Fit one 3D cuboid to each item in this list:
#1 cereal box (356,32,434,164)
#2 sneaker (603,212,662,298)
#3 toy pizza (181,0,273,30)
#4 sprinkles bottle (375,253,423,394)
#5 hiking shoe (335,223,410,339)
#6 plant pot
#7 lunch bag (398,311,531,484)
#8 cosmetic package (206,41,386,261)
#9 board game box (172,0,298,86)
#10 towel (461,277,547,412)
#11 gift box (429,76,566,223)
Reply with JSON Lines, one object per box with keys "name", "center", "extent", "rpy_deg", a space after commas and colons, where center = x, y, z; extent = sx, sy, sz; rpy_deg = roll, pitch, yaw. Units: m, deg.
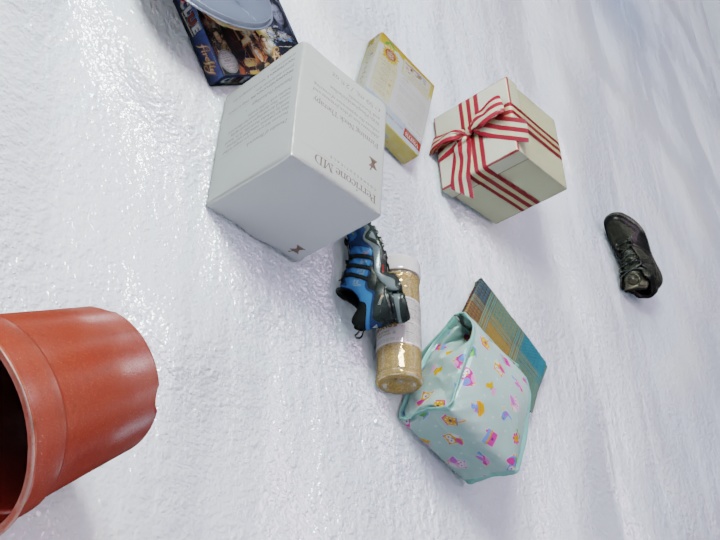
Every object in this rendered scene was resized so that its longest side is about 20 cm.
{"name": "cereal box", "center": [0.055, -0.293, 1.754], "extent": [0.144, 0.039, 0.200], "rpy_deg": [43, 40, -26]}
{"name": "sneaker", "center": [0.576, -0.027, 2.203], "extent": [0.200, 0.076, 0.114], "rpy_deg": [63, 29, -9]}
{"name": "toy pizza", "center": [-0.211, -0.393, 1.430], "extent": [0.200, 0.032, 0.200], "rpy_deg": [29, 32, -20]}
{"name": "sprinkles bottle", "center": [0.055, 0.075, 1.492], "extent": [0.068, 0.068, 0.200], "rpy_deg": [30, 47, -37]}
{"name": "hiking shoe", "center": [0.000, 0.000, 1.466], "extent": [0.074, 0.086, 0.200], "rpy_deg": [75, -7, -48]}
{"name": "plant pot", "center": [-0.298, 0.119, 0.933], "extent": [0.195, 0.200, 0.201], "rpy_deg": [-13, 78, -62]}
{"name": "lunch bag", "center": [0.165, 0.180, 1.519], "extent": [0.170, 0.122, 0.200], "rpy_deg": [44, 45, -23]}
{"name": "cosmetic package", "center": [-0.081, -0.155, 1.387], "extent": [0.167, 0.166, 0.200], "rpy_deg": [32, 46, -36]}
{"name": "board game box", "center": [-0.168, -0.337, 1.508], "extent": [0.200, 0.035, 0.136], "rpy_deg": [-18, 82, -54]}
{"name": "towel", "center": [0.237, 0.126, 1.729], "extent": [0.200, 0.022, 0.147], "rpy_deg": [51, 36, -13]}
{"name": "gift box", "center": [0.244, -0.202, 1.811], "extent": [0.187, 0.184, 0.200], "rpy_deg": [29, 41, -40]}
